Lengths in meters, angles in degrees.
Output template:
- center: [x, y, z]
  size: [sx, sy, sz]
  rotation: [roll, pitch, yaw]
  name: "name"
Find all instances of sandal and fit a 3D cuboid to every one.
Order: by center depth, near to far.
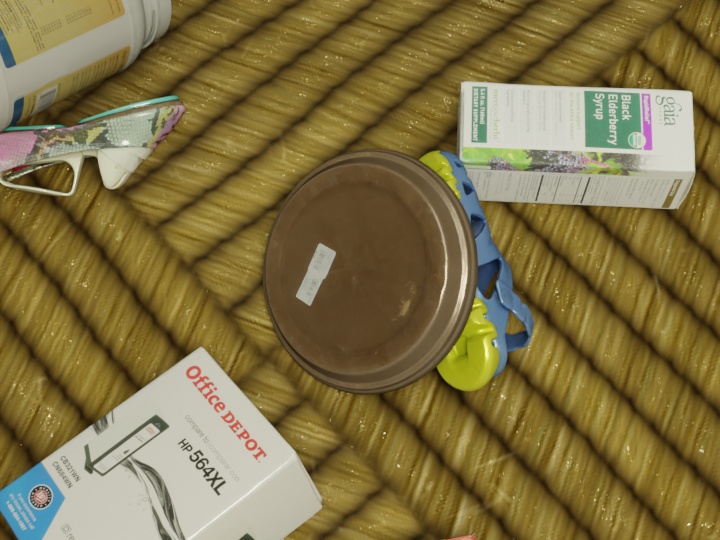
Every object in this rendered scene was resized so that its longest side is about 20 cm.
- center: [0.088, -0.002, 1.122]
  size: [0.087, 0.079, 0.201]
  rotation: [-5, 79, -42]
  name: "sandal"

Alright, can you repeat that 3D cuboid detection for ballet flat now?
- center: [-0.246, -0.102, 1.182]
  size: [0.199, 0.069, 0.072]
  rotation: [-9, 86, 0]
  name: "ballet flat"

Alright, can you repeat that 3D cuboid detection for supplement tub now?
- center: [-0.277, -0.217, 1.162]
  size: [0.200, 0.145, 0.145]
  rotation: [-34, 71, -33]
  name: "supplement tub"

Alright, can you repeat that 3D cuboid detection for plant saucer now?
- center: [0.000, 0.000, 1.100]
  size: [0.199, 0.029, 0.201]
  rotation: [-2, 86, 29]
  name: "plant saucer"

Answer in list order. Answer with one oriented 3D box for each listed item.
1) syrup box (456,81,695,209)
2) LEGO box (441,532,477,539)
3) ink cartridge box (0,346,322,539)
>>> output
- center: [0.183, -0.107, 1.172]
  size: [0.199, 0.082, 0.079]
  rotation: [2, 68, 2]
  name: "syrup box"
- center: [0.004, 0.294, 1.009]
  size: [0.199, 0.077, 0.150]
  rotation: [-12, 69, -5]
  name: "LEGO box"
- center: [-0.152, 0.175, 1.032]
  size: [0.200, 0.084, 0.146]
  rotation: [-37, 51, -13]
  name: "ink cartridge box"
